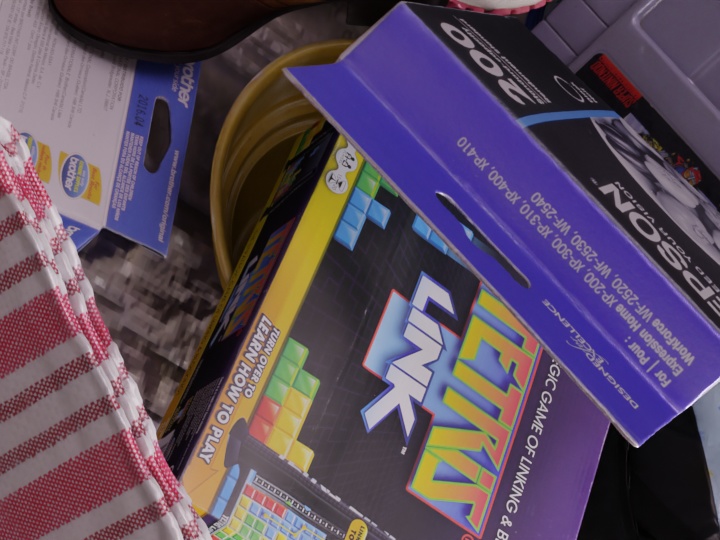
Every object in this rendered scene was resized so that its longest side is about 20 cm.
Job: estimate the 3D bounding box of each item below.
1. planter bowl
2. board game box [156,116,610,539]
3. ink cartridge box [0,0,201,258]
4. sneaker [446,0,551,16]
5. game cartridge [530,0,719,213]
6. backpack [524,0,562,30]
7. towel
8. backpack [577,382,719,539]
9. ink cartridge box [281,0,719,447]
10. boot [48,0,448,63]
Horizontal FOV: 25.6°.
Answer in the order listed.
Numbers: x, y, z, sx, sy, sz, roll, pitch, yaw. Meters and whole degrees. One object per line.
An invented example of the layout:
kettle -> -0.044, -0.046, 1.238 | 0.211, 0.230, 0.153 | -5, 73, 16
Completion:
planter bowl -> 0.000, 0.000, 0.738 | 0.200, 0.083, 0.201 | 14, 63, -30
board game box -> 0.017, 0.054, 0.636 | 0.165, 0.057, 0.200 | 34, 55, -17
ink cartridge box -> -0.167, -0.084, 0.680 | 0.200, 0.042, 0.120 | 23, 53, -26
sneaker -> 0.078, -0.188, 0.800 | 0.200, 0.080, 0.075 | -43, 134, -36
game cartridge -> 0.164, -0.068, 0.772 | 0.200, 0.130, 0.038 | 53, 10, 26
backpack -> 0.189, -0.109, 0.914 | 0.200, 0.147, 0.183 | 39, 54, -16
towel -> -0.133, 0.065, 0.557 | 0.030, 0.146, 0.200 | -12, 74, -63
backpack -> 0.126, 0.112, 0.750 | 0.154, 0.163, 0.200 | 15, 51, -44
ink cartridge box -> 0.086, -0.030, 0.656 | 0.198, 0.043, 0.200 | 47, 24, 12
boot -> -0.042, -0.160, 0.630 | 0.188, 0.200, 0.069 | 1, 67, -1
